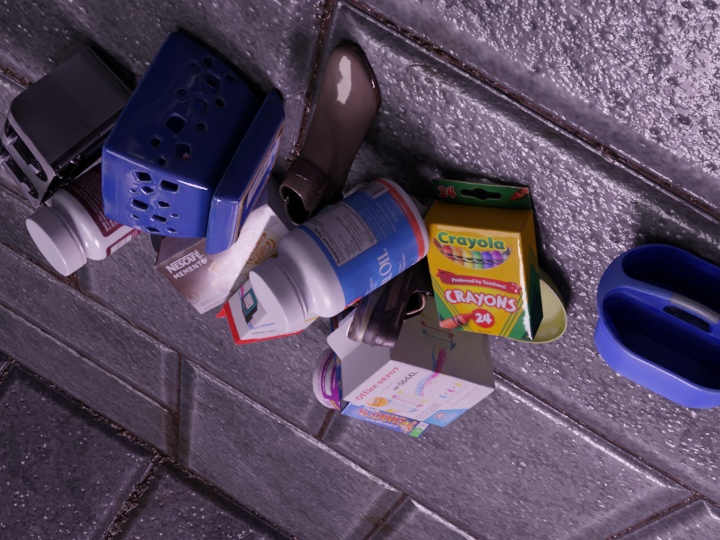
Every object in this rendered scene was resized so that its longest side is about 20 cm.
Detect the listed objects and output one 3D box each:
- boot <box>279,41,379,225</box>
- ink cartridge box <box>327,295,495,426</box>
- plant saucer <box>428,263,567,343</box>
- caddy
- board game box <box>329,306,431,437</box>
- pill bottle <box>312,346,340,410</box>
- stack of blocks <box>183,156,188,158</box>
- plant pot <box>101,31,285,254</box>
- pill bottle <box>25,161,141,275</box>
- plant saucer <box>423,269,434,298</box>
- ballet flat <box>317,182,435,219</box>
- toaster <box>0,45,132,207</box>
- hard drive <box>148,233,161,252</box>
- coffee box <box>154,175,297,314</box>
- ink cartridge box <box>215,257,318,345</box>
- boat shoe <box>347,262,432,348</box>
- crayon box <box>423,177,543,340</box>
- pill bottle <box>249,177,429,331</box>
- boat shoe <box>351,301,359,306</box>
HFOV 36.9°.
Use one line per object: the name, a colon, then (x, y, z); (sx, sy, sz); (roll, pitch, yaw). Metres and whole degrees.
boot: (-0.042, -0.145, 1.243); (0.070, 0.147, 0.201); (25, 153, 19)
ink cartridge box: (0.064, 0.115, 1.488); (0.198, 0.126, 0.129); (17, 140, -27)
plant saucer: (0.184, 0.021, 1.413); (0.199, 0.031, 0.201); (26, 153, 14)
caddy: (0.347, 0.058, 1.162); (0.199, 0.142, 0.105); (26, 157, 11)
board game box: (0.026, 0.141, 1.586); (0.134, 0.201, 0.035); (20, 127, -25)
pill bottle: (0.023, 0.190, 1.799); (0.199, 0.113, 0.113); (6, 144, 44)
stack of blocks: (-0.244, -0.117, 1.629); (0.115, 0.059, 0.200); (33, 155, 0)
plant pot: (-0.208, -0.149, 1.385); (0.178, 0.201, 0.200); (25, 154, 0)
pill bottle: (-0.360, -0.088, 1.522); (0.114, 0.200, 0.115); (39, 152, 25)
plant saucer: (0.027, 0.002, 1.552); (0.199, 0.037, 0.201); (26, 153, 14)
ballet flat: (0.025, -0.079, 1.388); (0.198, 0.067, 0.071); (11, 135, 31)
toaster: (-0.411, -0.205, 1.529); (0.119, 0.200, 0.181); (48, 153, -7)
hard drive: (-0.296, -0.049, 1.812); (0.134, 0.043, 0.200); (33, 159, 0)
coffee box: (-0.181, -0.037, 1.558); (0.199, 0.080, 0.115); (-26, 124, 18)
ink cartridge box: (-0.118, 0.048, 1.557); (0.200, 0.115, 0.068); (-42, 63, 51)
boat shoe: (0.051, 0.031, 1.376); (0.073, 0.201, 0.075); (27, 139, 7)
crayon box: (0.147, -0.012, 1.304); (0.126, 0.051, 0.201); (7, 131, 26)
pill bottle: (-0.027, -0.015, 1.270); (0.112, 0.199, 0.113); (50, 162, 23)
boat shoe: (0.000, 0.000, 1.434); (0.072, 0.068, 0.200); (64, -176, 6)
